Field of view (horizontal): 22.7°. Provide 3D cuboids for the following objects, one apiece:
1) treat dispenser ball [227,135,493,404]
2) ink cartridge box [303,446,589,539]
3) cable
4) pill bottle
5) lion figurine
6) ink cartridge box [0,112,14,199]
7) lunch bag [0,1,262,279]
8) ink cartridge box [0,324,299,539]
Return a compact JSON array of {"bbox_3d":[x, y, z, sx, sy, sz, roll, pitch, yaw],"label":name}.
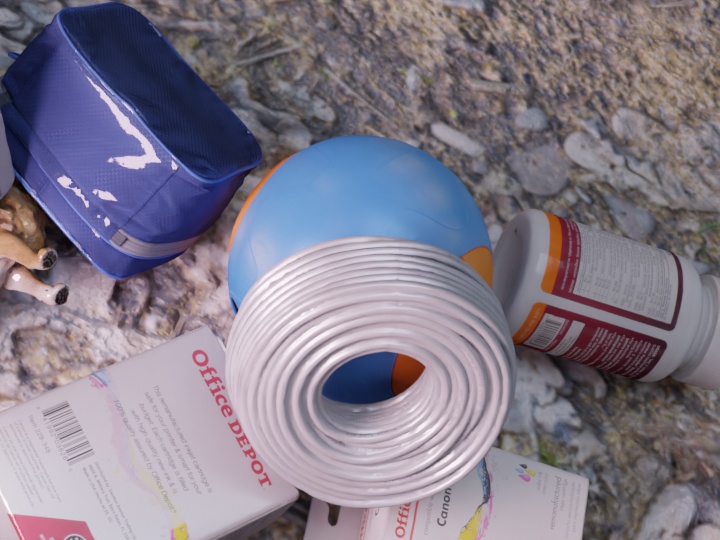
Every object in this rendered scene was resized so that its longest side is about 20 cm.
[{"bbox_3d":[0.000,0.000,1.338,0.200,0.201,0.202,9,62,-17],"label":"treat dispenser ball"},{"bbox_3d":[0.064,0.189,1.349,0.199,0.068,0.117,18,61,-13],"label":"ink cartridge box"},{"bbox_3d":[0.007,0.072,1.224,0.199,0.201,0.069,14,32,-17],"label":"cable"},{"bbox_3d":[0.209,0.028,1.461,0.199,0.110,0.110,17,60,-14],"label":"pill bottle"},{"bbox_3d":[-0.288,0.017,1.292,0.122,0.073,0.200,25,59,32],"label":"lion figurine"},{"bbox_3d":[-0.353,-0.119,1.255,0.199,0.146,0.083,27,57,18],"label":"ink cartridge box"},{"bbox_3d":[-0.191,-0.099,1.344,0.200,0.132,0.136,48,24,8],"label":"lunch bag"},{"bbox_3d":[-0.166,0.148,1.268,0.199,0.086,0.148,-21,75,-31],"label":"ink cartridge box"}]
